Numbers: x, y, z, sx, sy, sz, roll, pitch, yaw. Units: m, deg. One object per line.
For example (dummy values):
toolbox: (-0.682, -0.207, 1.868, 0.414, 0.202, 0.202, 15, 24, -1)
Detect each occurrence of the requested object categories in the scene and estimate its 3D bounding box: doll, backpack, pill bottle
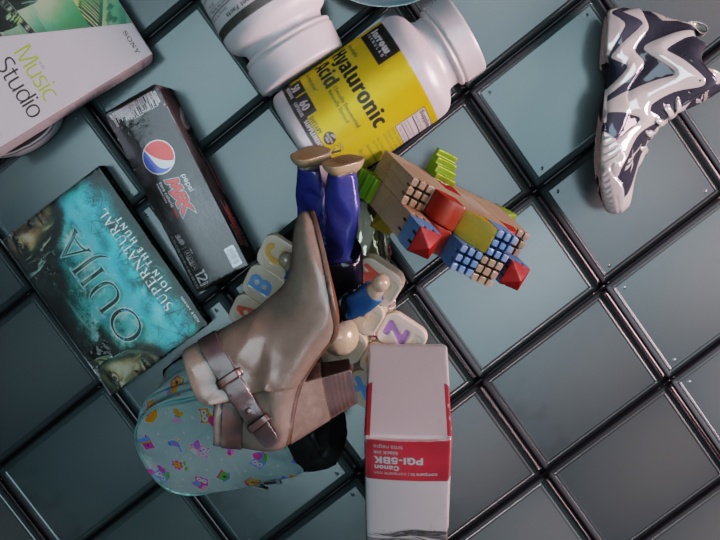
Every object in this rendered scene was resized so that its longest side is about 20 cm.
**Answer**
doll: (-0.024, -0.009, 0.880, 0.134, 0.048, 0.204, 18, 121, 35)
backpack: (-0.128, 0.142, 0.941, 0.196, 0.127, 0.170, -13, 107, 17)
pill bottle: (-0.104, -0.284, 0.909, 0.112, 0.114, 0.203, -29, 96, 4)
pill bottle: (0.021, -0.178, 0.921, 0.198, 0.111, 0.112, -33, 95, 4)

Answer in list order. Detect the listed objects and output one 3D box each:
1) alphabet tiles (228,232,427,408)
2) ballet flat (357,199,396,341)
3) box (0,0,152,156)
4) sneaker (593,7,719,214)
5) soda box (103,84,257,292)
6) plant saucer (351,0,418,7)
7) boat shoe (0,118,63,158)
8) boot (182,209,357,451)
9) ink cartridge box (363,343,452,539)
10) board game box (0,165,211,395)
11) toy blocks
alphabet tiles: (-0.037, 0.057, 0.955, 0.193, 0.015, 0.202, 33, 120, 4)
ballet flat: (0.000, 0.000, 0.966, 0.074, 0.064, 0.205, -6, 97, 1)
box: (-0.328, -0.224, 0.932, 0.198, 0.036, 0.146, -36, 96, -15)
sneaker: (0.303, -0.158, 0.932, 0.126, 0.079, 0.204, 3, 87, 9)
soda box: (-0.181, -0.084, 0.955, 0.062, 0.071, 0.203, -26, 95, 5)
plant saucer: (0.025, -0.366, 0.935, 0.196, 0.039, 0.206, 0, 96, 0)
boat shoe: (-0.407, -0.145, 0.960, 0.195, 0.057, 0.070, -11, 96, 3)
boot: (-0.086, 0.061, 0.827, 0.143, 0.070, 0.205, -12, 95, -1)
ink cartridge box: (0.045, 0.196, 0.914, 0.081, 0.148, 0.204, 0, 119, 3)
board game box: (-0.268, 0.012, 0.990, 0.134, 0.028, 0.202, -35, 95, 4)
toy blocks: (0.093, -0.040, 0.886, 0.197, 0.137, 0.101, 22, 107, -29)
